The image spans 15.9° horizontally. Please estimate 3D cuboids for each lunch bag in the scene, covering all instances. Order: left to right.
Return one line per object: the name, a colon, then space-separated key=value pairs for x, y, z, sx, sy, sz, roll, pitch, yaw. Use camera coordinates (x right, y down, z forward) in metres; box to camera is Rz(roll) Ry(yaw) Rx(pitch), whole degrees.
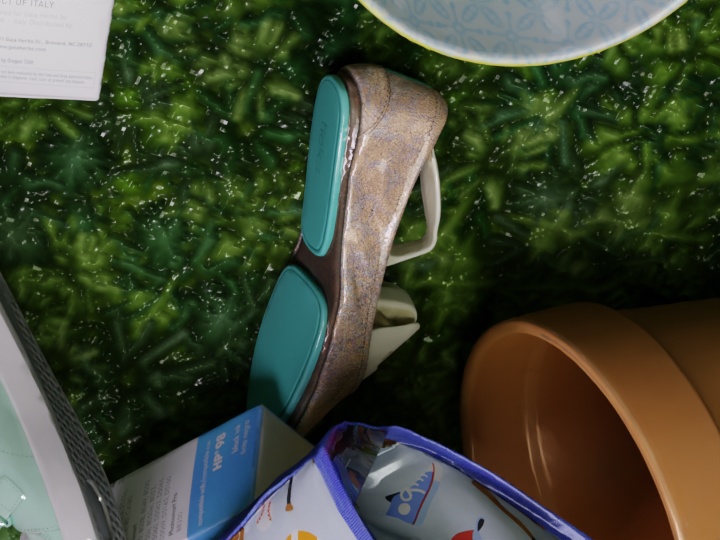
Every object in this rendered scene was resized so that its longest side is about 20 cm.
lunch bag: x=0.020 y=0.173 z=1.126 sx=0.200 sy=0.124 sz=0.170 roll=38 pitch=129 yaw=-6

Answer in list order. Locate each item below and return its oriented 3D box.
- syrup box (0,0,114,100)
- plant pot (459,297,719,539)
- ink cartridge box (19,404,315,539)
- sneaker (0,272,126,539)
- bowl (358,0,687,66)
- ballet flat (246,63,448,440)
syrup box: x=-0.135 y=-0.176 z=1.053 sx=0.081 sy=0.079 sz=0.200 roll=3 pitch=119 yaw=-16
plant pot: x=0.157 y=0.098 z=1.235 sx=0.140 sy=0.200 sz=0.200 roll=-19 pitch=124 yaw=-22
ink cartridge box: x=-0.088 y=0.155 z=1.243 sx=0.200 sy=0.067 sz=0.116 roll=-29 pitch=128 yaw=28
sneaker: x=-0.185 y=0.091 z=1.162 sx=0.118 sy=0.074 sz=0.201 roll=-27 pitch=84 yaw=2
bowl: x=0.063 y=-0.197 z=1.076 sx=0.200 sy=0.108 sz=0.201 roll=-7 pitch=122 yaw=-11
ballet flat: x=0.000 y=0.000 z=1.202 sx=0.067 sy=0.068 sz=0.200 roll=2 pitch=121 yaw=-24
